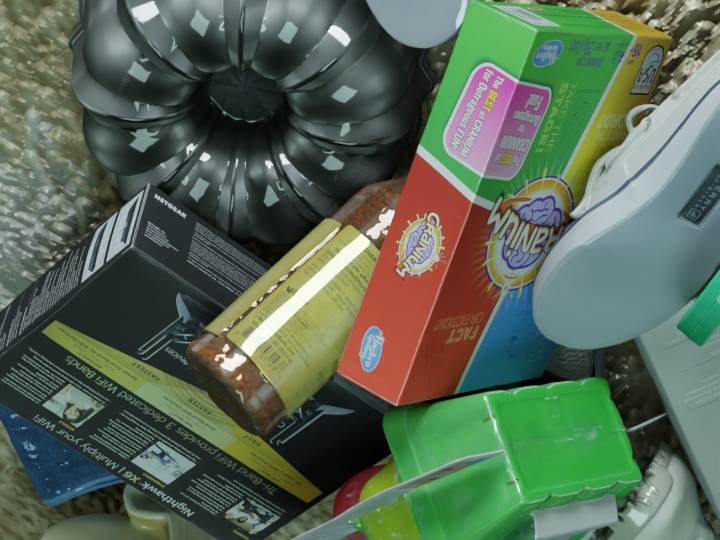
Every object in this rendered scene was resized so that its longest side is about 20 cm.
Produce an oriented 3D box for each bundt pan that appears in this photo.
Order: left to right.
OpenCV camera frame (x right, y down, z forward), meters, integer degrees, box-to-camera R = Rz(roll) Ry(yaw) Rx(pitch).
[{"bbox_3d":[-0.062,-0.094,1.220,0.201,0.076,0.202,3,125,4],"label":"bundt pan"}]

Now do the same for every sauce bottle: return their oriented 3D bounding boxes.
[{"bbox_3d":[0.000,0.000,1.190,0.200,0.066,0.066,-41,120,-14],"label":"sauce bottle"}]

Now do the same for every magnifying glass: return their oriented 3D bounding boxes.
[{"bbox_3d":[0.219,-0.034,1.166,0.022,0.200,0.080,36,144,6],"label":"magnifying glass"}]

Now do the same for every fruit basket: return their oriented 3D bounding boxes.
[{"bbox_3d":[0.045,0.130,1.229,0.185,0.094,0.200,-4,153,-49],"label":"fruit basket"}]

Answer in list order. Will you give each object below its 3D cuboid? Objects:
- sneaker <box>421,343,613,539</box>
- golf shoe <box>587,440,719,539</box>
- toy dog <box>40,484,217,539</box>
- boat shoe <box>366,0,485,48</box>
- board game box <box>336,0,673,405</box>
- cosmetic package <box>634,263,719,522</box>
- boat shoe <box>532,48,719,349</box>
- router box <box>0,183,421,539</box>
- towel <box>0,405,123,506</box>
[{"bbox_3d":[0.086,0.078,1.333,0.114,0.076,0.200,-2,125,14],"label":"sneaker"},{"bbox_3d":[0.187,0.160,1.310,0.097,0.078,0.200,33,170,18],"label":"golf shoe"},{"bbox_3d":[-0.129,0.241,1.424,0.193,0.140,0.200,-13,136,-6],"label":"toy dog"},{"bbox_3d":[0.005,-0.207,1.137,0.073,0.065,0.200,-16,102,25],"label":"boat shoe"},{"bbox_3d":[0.075,-0.035,1.170,0.040,0.153,0.200,29,109,28],"label":"board game box"},{"bbox_3d":[0.209,0.062,1.278,0.090,0.107,0.200,-27,123,7],"label":"cosmetic package"},{"bbox_3d":[0.154,-0.050,1.164,0.074,0.086,0.202,25,125,-16],"label":"boat shoe"},{"bbox_3d":[-0.090,0.060,1.273,0.200,0.052,0.157,36,129,-23],"label":"router box"},{"bbox_3d":[-0.118,0.072,1.361,0.200,0.049,0.112,-12,123,14],"label":"towel"}]
